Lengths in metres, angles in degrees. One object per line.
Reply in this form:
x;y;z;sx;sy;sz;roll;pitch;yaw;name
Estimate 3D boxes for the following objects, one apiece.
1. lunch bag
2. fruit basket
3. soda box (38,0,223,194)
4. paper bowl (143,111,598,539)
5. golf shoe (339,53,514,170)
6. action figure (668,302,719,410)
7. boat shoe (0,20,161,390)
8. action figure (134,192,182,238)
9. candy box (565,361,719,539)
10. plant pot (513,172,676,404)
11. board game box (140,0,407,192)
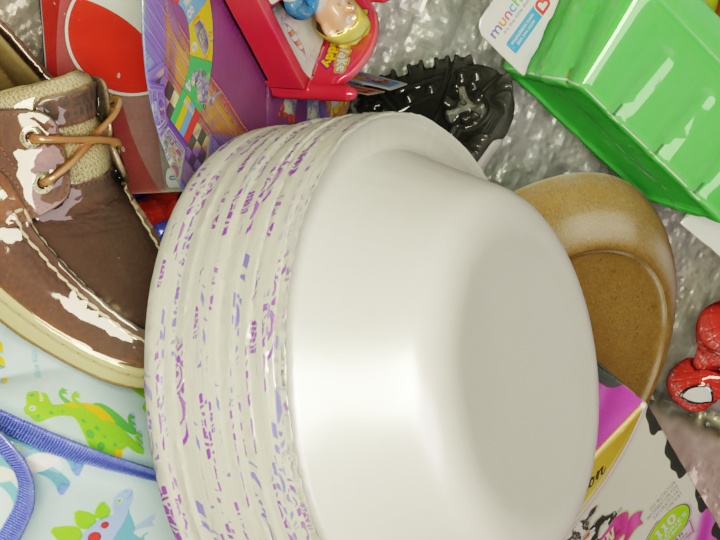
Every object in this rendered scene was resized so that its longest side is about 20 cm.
-0.158;0.092;1.072;0.199;0.128;0.170;19;120;-32;lunch bag
0.156;-0.131;1.236;0.185;0.094;0.200;39;73;-32;fruit basket
-0.089;-0.132;1.092;0.070;0.063;0.201;-2;108;1;soda box
0.015;0.042;1.041;0.200;0.104;0.202;14;73;-58;paper bowl
0.000;0.000;1.199;0.200;0.078;0.095;-49;140;-5;golf shoe
0.216;0.003;1.270;0.200;0.052;0.065;-35;165;27;action figure
-0.123;-0.045;1.046;0.072;0.200;0.072;-26;162;-51;boat shoe
-0.116;-0.009;1.127;0.199;0.065;0.052;-12;128;-25;action figure
0.086;0.132;1.240;0.136;0.061;0.200;-46;144;-6;candy box
0.068;0.052;1.226;0.200;0.027;0.201;-29;139;-29;plant pot
-0.020;-0.114;1.093;0.200;0.039;0.159;-30;123;-62;board game box
